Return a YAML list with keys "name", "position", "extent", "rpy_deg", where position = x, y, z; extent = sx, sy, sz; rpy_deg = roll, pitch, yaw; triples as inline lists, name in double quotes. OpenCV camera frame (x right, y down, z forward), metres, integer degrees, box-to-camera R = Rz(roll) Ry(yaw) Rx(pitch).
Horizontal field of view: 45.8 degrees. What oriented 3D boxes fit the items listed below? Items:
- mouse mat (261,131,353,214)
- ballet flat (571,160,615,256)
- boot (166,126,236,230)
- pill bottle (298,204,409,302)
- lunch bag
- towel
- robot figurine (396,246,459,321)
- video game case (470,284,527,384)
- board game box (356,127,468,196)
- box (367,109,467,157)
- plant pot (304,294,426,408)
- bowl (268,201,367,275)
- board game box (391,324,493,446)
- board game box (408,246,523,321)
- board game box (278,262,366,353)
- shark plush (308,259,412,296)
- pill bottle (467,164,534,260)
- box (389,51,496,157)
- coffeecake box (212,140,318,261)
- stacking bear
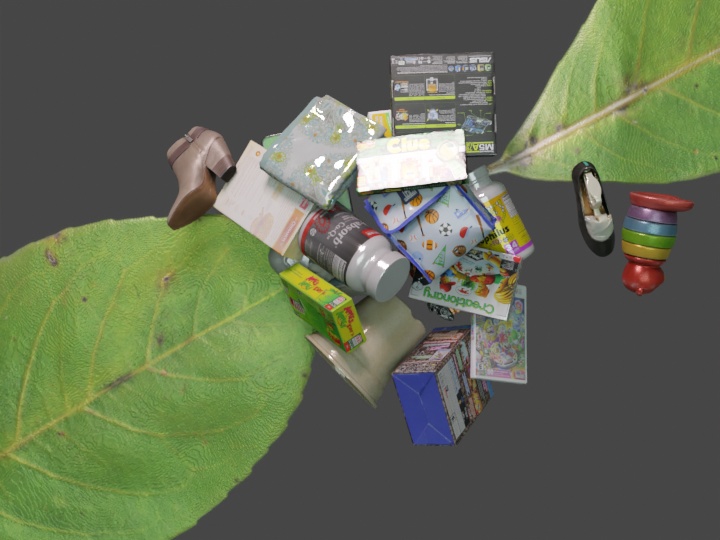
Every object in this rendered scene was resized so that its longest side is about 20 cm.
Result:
- name: "mouse mat"
  position: [-0.109, -0.190, 1.747]
  extent: [0.160, 0.008, 0.201]
  rpy_deg: [-11, 95, 1]
- name: "ballet flat"
  position: [0.470, -0.121, 1.719]
  extent: [0.068, 0.068, 0.201]
  rpy_deg: [-18, 94, 1]
- name: "boot"
  position: [-0.341, -0.191, 1.695]
  extent: [0.200, 0.070, 0.146]
  rpy_deg: [-44, 60, -8]
- name: "pill bottle"
  position: [-0.011, -0.032, 1.587]
  extent: [0.200, 0.116, 0.116]
  rpy_deg: [34, 95, 30]
- name: "lunch bag"
  position: [0.127, -0.107, 1.578]
  extent: [0.170, 0.124, 0.200]
  rpy_deg: [-39, 94, 13]
- name: "towel"
  position: [-0.069, -0.228, 1.605]
  extent: [0.171, 0.048, 0.200]
  rpy_deg: [32, 74, 25]
- name: "robot figurine"
  position: [0.171, 0.001, 1.735]
  extent: [0.145, 0.058, 0.200]
  rpy_deg: [-37, 93, 3]
- name: "video game case"
  position: [0.277, 0.120, 1.700]
  extent: [0.143, 0.018, 0.201]
  rpy_deg: [11, 75, -34]
- name: "board game box"
  position: [0.091, -0.193, 1.522]
  extent: [0.199, 0.023, 0.105]
  rpy_deg: [-6, 66, 11]
- name: "box"
  position: [0.114, -0.266, 1.686]
  extent: [0.199, 0.112, 0.102]
  rpy_deg: [-6, 92, -1]
- name: "plant pot"
  position: [0.022, 0.138, 1.695]
  extent: [0.183, 0.200, 0.200]
  rpy_deg: [-45, 93, -8]
- name: "bowl"
  position: [-0.072, -0.030, 1.723]
  extent: [0.199, 0.075, 0.200]
  rpy_deg: [40, 96, -4]
- name: "board game box"
  position: [0.164, 0.221, 1.660]
  extent: [0.096, 0.200, 0.160]
  rpy_deg: [-7, 108, 33]
- name: "board game box"
  position: [0.204, 0.015, 1.658]
  extent: [0.199, 0.035, 0.127]
  rpy_deg: [13, 87, 17]
- name: "board game box"
  position: [-0.073, 0.068, 1.609]
  extent: [0.048, 0.200, 0.102]
  rpy_deg: [-33, 125, -20]
- name: "shark plush"
  position: [0.000, 0.000, 1.659]
  extent: [0.199, 0.091, 0.084]
  rpy_deg: [-12, 65, 8]
- name: "pill bottle"
  position: [0.260, -0.106, 1.703]
  extent: [0.104, 0.104, 0.201]
  rpy_deg: [-27, 94, 2]
- name: "box"
  position: [0.156, -0.309, 1.606]
  extent: [0.199, 0.048, 0.194]
  rpy_deg: [-3, 96, 0]
- name: "coffeecake box"
  position: [-0.168, -0.137, 1.675]
  extent: [0.200, 0.073, 0.154]
  rpy_deg: [35, 96, 25]
- name: "stacking bear"
  position: [0.578, -0.051, 1.709]
  extent: [0.113, 0.121, 0.201]
  rpy_deg: [7, 102, -2]
